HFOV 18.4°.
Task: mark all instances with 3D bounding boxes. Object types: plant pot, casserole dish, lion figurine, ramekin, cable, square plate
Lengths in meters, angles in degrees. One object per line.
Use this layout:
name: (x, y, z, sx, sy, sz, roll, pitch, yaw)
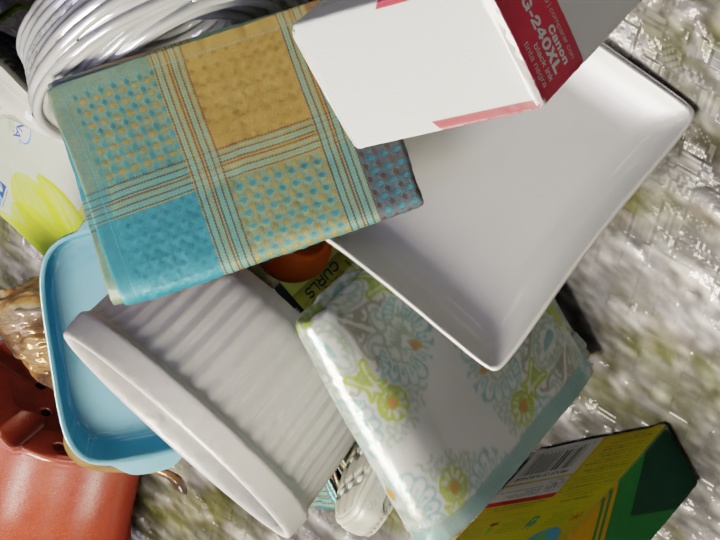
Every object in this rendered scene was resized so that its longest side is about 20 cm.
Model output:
plant pot: (-0.262, 0.169, 1.810, 0.200, 0.201, 0.196, 35, 130, 16)
casserole dish: (-0.166, 0.048, 1.599, 0.039, 0.120, 0.201, -131, 32, -70)
lion figurine: (-0.199, 0.093, 1.667, 0.073, 0.122, 0.201, -121, 20, -66)
ramekin: (-0.086, 0.070, 1.446, 0.200, 0.105, 0.200, 40, 169, 10)
cable: (-0.123, -0.156, 1.420, 0.070, 0.199, 0.200, 65, 146, 18)
square plate: (0.067, -0.073, 1.347, 0.198, 0.200, 0.028, 38, 177, 13)

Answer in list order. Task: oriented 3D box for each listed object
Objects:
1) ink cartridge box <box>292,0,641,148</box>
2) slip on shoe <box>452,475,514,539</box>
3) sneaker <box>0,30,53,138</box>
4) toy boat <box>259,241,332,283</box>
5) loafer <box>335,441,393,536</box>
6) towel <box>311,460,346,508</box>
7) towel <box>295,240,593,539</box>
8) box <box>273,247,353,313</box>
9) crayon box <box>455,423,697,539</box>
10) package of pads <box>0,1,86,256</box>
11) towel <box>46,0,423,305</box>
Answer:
ink cartridge box: (0.081, -0.163, 1.230, 0.145, 0.200, 0.084, -10, 117, 46)
slip on shoe: (0.040, 0.127, 1.549, 0.060, 0.076, 0.200, -38, 115, 20)
sneaker: (-0.275, -0.112, 1.555, 0.200, 0.075, 0.116, 36, 102, 38)
toy boat: (-0.064, -0.051, 1.447, 0.131, 0.130, 0.200, 57, 175, 17)
loafer: (0.048, 0.101, 1.458, 0.070, 0.200, 0.070, 40, 144, -9)
towel: (-0.078, 0.118, 1.669, 0.147, 0.022, 0.200, 59, 156, -9)
towel: (0.055, 0.050, 1.405, 0.048, 0.200, 0.172, -15, 112, 45)
box: (0.000, 0.000, 1.539, 0.075, 0.050, 0.200, 48, 140, 4)
crayon box: (0.118, 0.184, 1.456, 0.127, 0.200, 0.051, -17, 108, 48)
package of pads: (-0.221, -0.086, 1.662, 0.200, 0.068, 0.155, 42, 140, 8)
towel: (-0.076, -0.074, 1.341, 0.022, 0.199, 0.148, 58, -166, -80)
